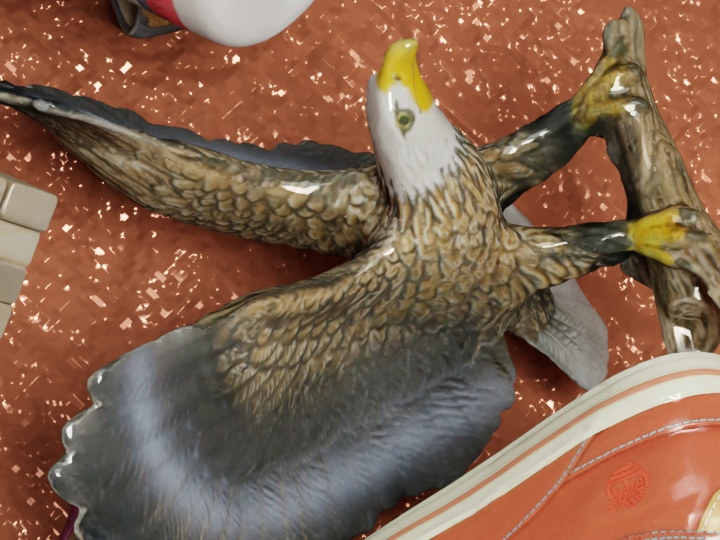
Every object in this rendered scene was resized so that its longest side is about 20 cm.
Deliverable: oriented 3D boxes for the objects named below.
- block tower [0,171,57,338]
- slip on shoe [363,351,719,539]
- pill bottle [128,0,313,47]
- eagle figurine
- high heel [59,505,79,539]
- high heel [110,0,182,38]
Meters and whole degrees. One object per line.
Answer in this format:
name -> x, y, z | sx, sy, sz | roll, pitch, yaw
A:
block tower -> -0.148, 0.061, 0.716 | 0.054, 0.058, 0.201 | 20, 92, -49
slip on shoe -> 0.031, 0.100, 0.733 | 0.074, 0.200, 0.061 | 22, 37, -46
pill bottle -> -0.093, -0.155, 0.775 | 0.199, 0.120, 0.120 | 26, 65, 15
eagle figurine -> -0.001, -0.006, 0.779 | 0.199, 0.152, 0.152 | -17, 108, -7
high heel -> -0.055, 0.085, 0.758 | 0.067, 0.096, 0.201 | 24, 66, -5
high heel -> -0.100, -0.167, 0.854 | 0.199, 0.071, 0.143 | 31, 64, -8
